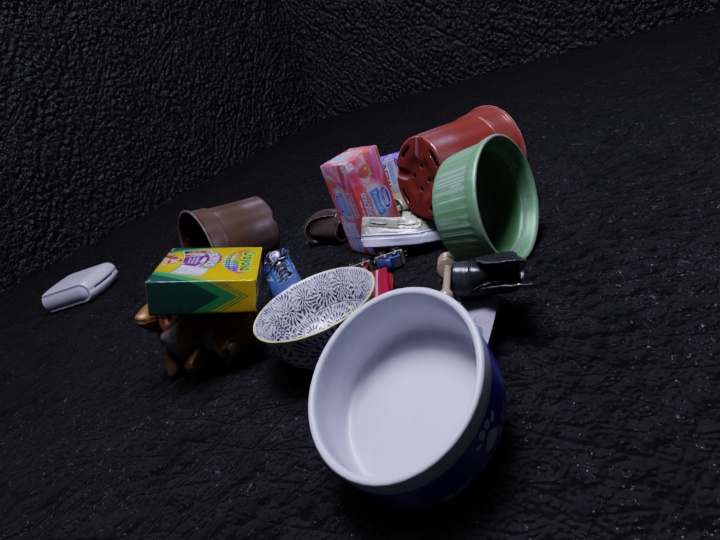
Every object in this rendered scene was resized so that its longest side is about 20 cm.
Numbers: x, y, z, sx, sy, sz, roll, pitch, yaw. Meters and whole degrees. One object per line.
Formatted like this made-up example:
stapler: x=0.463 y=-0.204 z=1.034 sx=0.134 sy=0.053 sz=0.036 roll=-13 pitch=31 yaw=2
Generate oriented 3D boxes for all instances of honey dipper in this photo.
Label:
honey dipper: x=0.135 y=0.014 z=0.818 sx=0.037 sy=0.039 sz=0.200 roll=-15 pitch=13 yaw=13

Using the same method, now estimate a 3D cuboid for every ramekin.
ramekin: x=0.204 y=-0.108 z=0.871 sx=0.096 sy=0.206 sz=0.199 roll=-7 pitch=24 yaw=46

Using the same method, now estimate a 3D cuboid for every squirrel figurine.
squirrel figurine: x=-0.255 y=0.085 z=0.942 sx=0.179 sy=0.146 sz=0.202 roll=-5 pitch=29 yaw=21

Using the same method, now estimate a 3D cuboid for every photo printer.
photo printer: x=-0.880 y=0.049 z=1.681 sx=0.193 sy=0.072 sz=0.168 roll=-15 pitch=23 yaw=17

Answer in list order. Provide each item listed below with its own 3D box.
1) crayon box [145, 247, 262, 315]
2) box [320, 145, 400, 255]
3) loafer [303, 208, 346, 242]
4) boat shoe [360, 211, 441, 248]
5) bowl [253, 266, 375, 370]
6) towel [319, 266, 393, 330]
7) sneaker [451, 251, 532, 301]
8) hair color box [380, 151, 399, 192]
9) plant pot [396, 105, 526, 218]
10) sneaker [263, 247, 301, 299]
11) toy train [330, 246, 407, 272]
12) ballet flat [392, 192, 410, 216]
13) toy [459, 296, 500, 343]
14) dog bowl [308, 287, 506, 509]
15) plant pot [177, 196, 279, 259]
crayon box: x=-0.254 y=0.011 z=0.903 sx=0.165 sy=0.061 sz=0.201 roll=-2 pitch=18 yaw=-8
box: x=0.006 y=-0.147 z=1.125 sx=0.093 sy=0.206 sz=0.101 roll=-34 pitch=24 yaw=-28
loafer: x=-0.056 y=-0.106 z=1.259 sx=0.193 sy=0.075 sz=0.071 roll=-11 pitch=22 yaw=25
boat shoe: x=0.093 y=-0.084 z=1.043 sx=0.191 sy=0.065 sz=0.072 roll=-6 pitch=8 yaw=6
bowl: x=-0.056 y=0.087 z=0.800 sx=0.193 sy=0.097 sz=0.202 roll=-18 pitch=22 yaw=7
towel: x=-0.033 y=0.064 z=0.929 sx=0.193 sy=0.023 sz=0.146 roll=-20 pitch=24 yaw=11
sneaker: x=0.183 y=0.009 z=0.738 sx=0.100 sy=0.063 sz=0.199 roll=-7 pitch=-4 yaw=16
hair color box: x=0.045 y=-0.236 z=1.409 sx=0.193 sy=0.113 sz=0.065 roll=-9 pitch=25 yaw=28
plant pot: x=0.183 y=-0.199 z=1.027 sx=0.190 sy=0.209 sz=0.198 roll=-19 pitch=18 yaw=-30
sneaker: x=-0.164 y=0.010 z=1.080 sx=0.077 sy=0.092 sz=0.199 roll=-27 pitch=23 yaw=-14
toy train: x=0.000 y=0.000 z=1.024 sx=0.193 sy=0.035 sz=0.046 roll=-19 pitch=24 yaw=7
ballet flat: x=0.041 y=-0.150 z=1.281 sx=0.194 sy=0.073 sz=0.071 roll=-2 pitch=28 yaw=36
toy: x=0.112 y=0.104 z=0.669 sx=0.111 sy=0.049 sz=0.200 roll=-8 pitch=20 yaw=27
dog bowl: x=0.045 y=0.125 z=0.539 sx=0.194 sy=0.079 sz=0.206 roll=-21 pitch=45 yaw=23
plant pot: x=-0.315 y=-0.080 z=1.302 sx=0.195 sy=0.208 sz=0.197 roll=-28 pitch=22 yaw=-35
